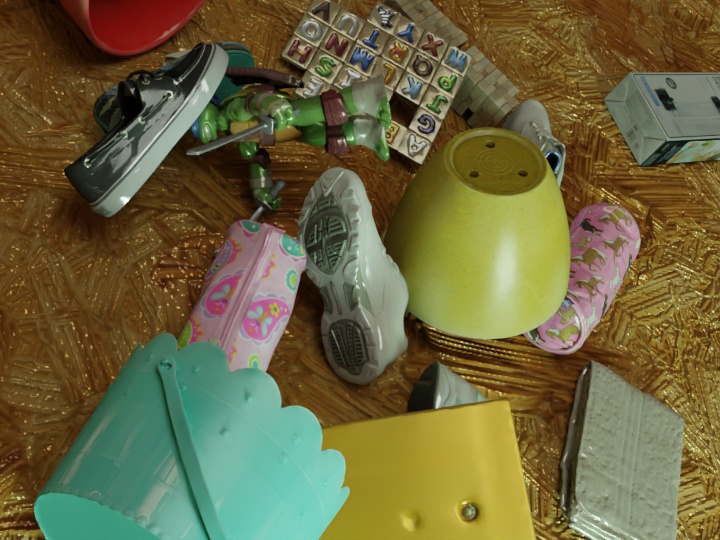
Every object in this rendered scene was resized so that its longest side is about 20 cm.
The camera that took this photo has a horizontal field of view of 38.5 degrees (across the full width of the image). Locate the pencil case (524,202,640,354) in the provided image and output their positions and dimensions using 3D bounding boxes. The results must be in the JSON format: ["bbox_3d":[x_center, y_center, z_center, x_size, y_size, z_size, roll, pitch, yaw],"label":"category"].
[{"bbox_3d":[0.245,0.004,1.146,0.082,0.087,0.200,15,40,28],"label":"pencil case"}]

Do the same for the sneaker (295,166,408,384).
[{"bbox_3d":[0.000,0.000,0.984,0.099,0.077,0.203,-20,104,-54],"label":"sneaker"}]

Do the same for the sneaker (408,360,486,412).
[{"bbox_3d":[0.083,0.178,0.936,0.080,0.070,0.202,27,49,-16],"label":"sneaker"}]

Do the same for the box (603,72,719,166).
[{"bbox_3d":[0.445,-0.212,1.426,0.198,0.060,0.118,-6,63,-34],"label":"box"}]

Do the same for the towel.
[{"bbox_3d":[0.271,0.200,1.059,0.132,0.035,0.201,32,47,-10],"label":"towel"}]

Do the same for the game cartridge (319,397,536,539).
[{"bbox_3d":[0.042,0.207,0.849,0.197,0.032,0.179,-8,72,-2],"label":"game cartridge"}]

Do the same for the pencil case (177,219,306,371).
[{"bbox_3d":[-0.110,0.050,0.895,0.087,0.088,0.201,29,49,-10],"label":"pencil case"}]

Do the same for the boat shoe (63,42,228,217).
[{"bbox_3d":[-0.194,-0.142,0.925,0.066,0.070,0.201,44,67,-27],"label":"boat shoe"}]

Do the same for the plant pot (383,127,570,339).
[{"bbox_3d":[0.125,-0.055,1.026,0.197,0.143,0.202,3,46,-4],"label":"plant pot"}]

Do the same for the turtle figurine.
[{"bbox_3d":[-0.065,-0.109,0.977,0.191,0.145,0.201,-9,34,-4],"label":"turtle figurine"}]

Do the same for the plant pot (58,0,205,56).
[{"bbox_3d":[-0.255,-0.346,1.023,0.177,0.201,0.200,40,47,15],"label":"plant pot"}]

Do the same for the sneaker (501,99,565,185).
[{"bbox_3d":[0.211,-0.132,1.214,0.074,0.087,0.202,19,50,-16],"label":"sneaker"}]

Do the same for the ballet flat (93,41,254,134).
[{"bbox_3d":[-0.188,-0.187,1.030,0.074,0.074,0.200,45,44,4],"label":"ballet flat"}]

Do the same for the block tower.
[{"bbox_3d":[0.106,-0.257,1.258,0.200,0.058,0.054,47,48,3],"label":"block tower"}]

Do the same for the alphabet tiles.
[{"bbox_3d":[0.016,-0.233,1.181,0.198,0.008,0.168,29,65,-5],"label":"alphabet tiles"}]

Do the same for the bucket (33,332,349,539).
[{"bbox_3d":[-0.122,0.165,0.740,0.206,0.207,0.135,37,53,-3],"label":"bucket"}]
